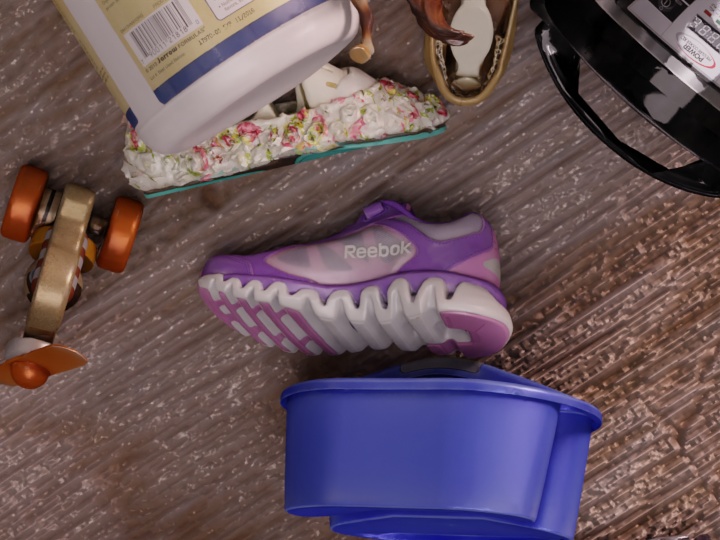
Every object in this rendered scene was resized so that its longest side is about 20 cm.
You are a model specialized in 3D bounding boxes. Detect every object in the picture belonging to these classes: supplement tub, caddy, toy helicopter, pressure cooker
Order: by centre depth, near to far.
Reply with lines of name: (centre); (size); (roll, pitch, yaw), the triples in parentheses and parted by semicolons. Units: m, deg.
supplement tub: (-0.108, -0.182, 1.419); (0.144, 0.144, 0.200); (-32, 89, 12)
pressure cooker: (0.205, -0.145, 1.431); (0.179, 0.176, 0.200); (26, 112, -40)
toy helicopter: (-0.183, 0.014, 1.479); (0.079, 0.200, 0.132); (19, 92, -6)
caddy: (0.046, 0.104, 1.528); (0.200, 0.141, 0.105); (-1, 75, 25)

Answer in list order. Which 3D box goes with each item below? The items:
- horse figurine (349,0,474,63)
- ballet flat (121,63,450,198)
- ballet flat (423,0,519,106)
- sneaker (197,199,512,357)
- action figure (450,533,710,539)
horse figurine: (-0.019, -0.196, 1.369); (0.050, 0.133, 0.200); (-33, 117, 31)
ballet flat: (-0.049, -0.092, 1.508); (0.200, 0.076, 0.064); (-12, 102, 3)
ballet flat: (0.074, -0.187, 1.464); (0.069, 0.063, 0.200); (5, 116, 3)
sneaker: (0.000, 0.000, 1.543); (0.200, 0.088, 0.080); (1, 155, 19)
action figure: (0.122, 0.206, 1.610); (0.200, 0.069, 0.130); (0, 102, -4)
